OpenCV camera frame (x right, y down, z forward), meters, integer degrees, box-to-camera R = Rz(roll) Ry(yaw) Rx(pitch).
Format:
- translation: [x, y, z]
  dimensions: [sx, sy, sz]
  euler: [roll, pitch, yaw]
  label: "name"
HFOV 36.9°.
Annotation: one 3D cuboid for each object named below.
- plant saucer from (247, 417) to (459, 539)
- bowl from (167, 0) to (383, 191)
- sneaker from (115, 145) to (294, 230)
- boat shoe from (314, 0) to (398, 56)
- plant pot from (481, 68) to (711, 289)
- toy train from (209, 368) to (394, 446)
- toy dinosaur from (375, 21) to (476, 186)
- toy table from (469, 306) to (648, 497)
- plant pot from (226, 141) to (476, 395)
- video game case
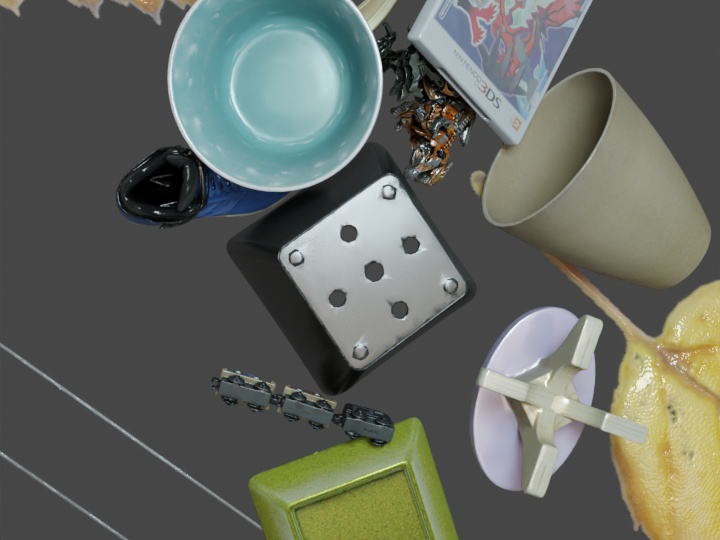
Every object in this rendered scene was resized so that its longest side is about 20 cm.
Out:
- translation: [0.004, 0.283, 1.133]
  dimensions: [0.198, 0.048, 0.202]
  euler: [-19, 94, -7]
  label: "plant saucer"
- translation: [-0.075, -0.178, 1.029]
  dimensions: [0.198, 0.105, 0.203]
  euler: [0, 96, 3]
  label: "bowl"
- translation: [-0.146, -0.088, 1.073]
  dimensions: [0.198, 0.111, 0.078]
  euler: [-10, 92, -8]
  label: "sneaker"
- translation: [-0.044, -0.235, 1.107]
  dimensions: [0.200, 0.072, 0.065]
  euler: [-41, 97, 1]
  label: "boat shoe"
- translation: [0.259, -0.070, 1.108]
  dimensions: [0.199, 0.187, 0.188]
  euler: [35, 87, -21]
  label: "plant pot"
- translation: [-0.059, 0.139, 1.122]
  dimensions: [0.198, 0.046, 0.034]
  euler: [17, 104, -8]
  label: "toy train"
- translation: [0.073, -0.195, 1.122]
  dimensions: [0.135, 0.102, 0.202]
  euler: [13, 75, -36]
  label: "toy dinosaur"
- translation: [0.195, 0.139, 1.122]
  dimensions: [0.182, 0.117, 0.203]
  euler: [8, 89, -8]
  label: "toy table"
- translation: [0.000, 0.000, 1.063]
  dimensions: [0.199, 0.177, 0.200]
  euler: [-35, 95, -5]
  label: "plant pot"
- translation: [0.150, -0.261, 1.095]
  dimensions: [0.182, 0.023, 0.201]
  euler: [38, 73, -38]
  label: "video game case"
